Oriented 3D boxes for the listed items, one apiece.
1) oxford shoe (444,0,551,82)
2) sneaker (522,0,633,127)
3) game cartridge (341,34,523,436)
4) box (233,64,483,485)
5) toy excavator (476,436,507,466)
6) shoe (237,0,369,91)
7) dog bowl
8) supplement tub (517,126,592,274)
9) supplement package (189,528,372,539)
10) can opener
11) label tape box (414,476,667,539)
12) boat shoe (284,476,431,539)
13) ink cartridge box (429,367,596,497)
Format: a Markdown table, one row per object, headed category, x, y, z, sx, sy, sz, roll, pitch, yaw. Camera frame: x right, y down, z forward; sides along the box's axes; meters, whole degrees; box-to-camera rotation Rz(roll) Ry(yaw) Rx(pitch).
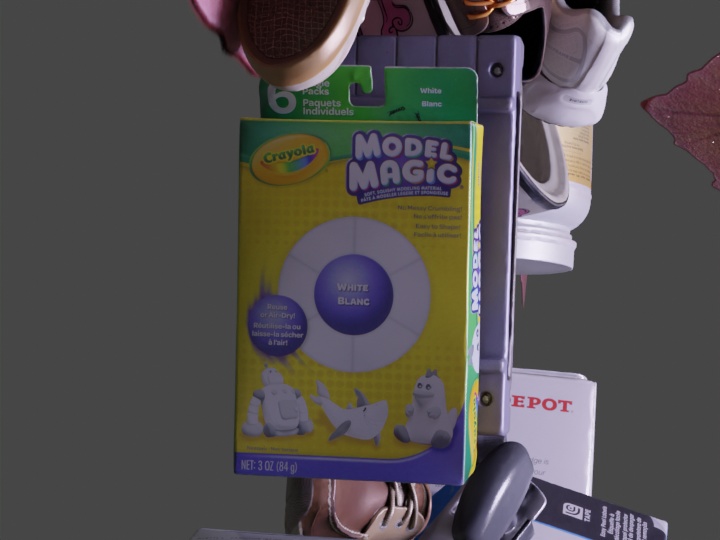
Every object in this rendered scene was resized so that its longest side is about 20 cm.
| category | x | y | z | sx | sy | sz | roll | pitch | yaw |
| --- | --- | --- | --- | --- | --- | --- | --- | --- | --- |
| oxford shoe | 0.065 | -0.166 | 0.935 | 0.200 | 0.071 | 0.073 | 47 | 27 | -60 |
| sneaker | 0.114 | -0.181 | 1.071 | 0.081 | 0.075 | 0.200 | 117 | -34 | -48 |
| game cartridge | 0.015 | -0.019 | 0.927 | 0.038 | 0.129 | 0.201 | 6 | 85 | -80 |
| box | 0.000 | 0.000 | 0.885 | 0.048 | 0.117 | 0.201 | -7 | 98 | -80 |
| toy excavator | 0.029 | 0.006 | 1.172 | 0.200 | 0.100 | 0.195 | -97 | 179 | -49 |
| shoe | -0.013 | -0.150 | 0.900 | 0.053 | 0.070 | 0.200 | 56 | 29 | -36 |
| dog bowl | 0.047 | -0.114 | 1.076 | 0.200 | 0.074 | 0.200 | 54 | 21 | -31 |
| supplement tub | 0.099 | -0.102 | 1.335 | 0.144 | 0.144 | 0.201 | 31 | 62 | -78 |
| supplement package | -0.021 | 0.225 | 0.718 | 0.200 | 0.147 | 0.192 | -46 | 137 | -75 |
| can opener | 0.031 | 0.178 | 1.037 | 0.200 | 0.053 | 0.067 | -47 | 140 | -24 |
| label tape box | 0.088 | 0.191 | 1.146 | 0.144 | 0.199 | 0.063 | -72 | 180 | -59 |
| boat shoe | 0.002 | 0.123 | 1.042 | 0.200 | 0.072 | 0.076 | 36 | 57 | -78 |
| ink cartridge box | 0.083 | 0.174 | 1.270 | 0.086 | 0.146 | 0.201 | 93 | 3 | -69 |
